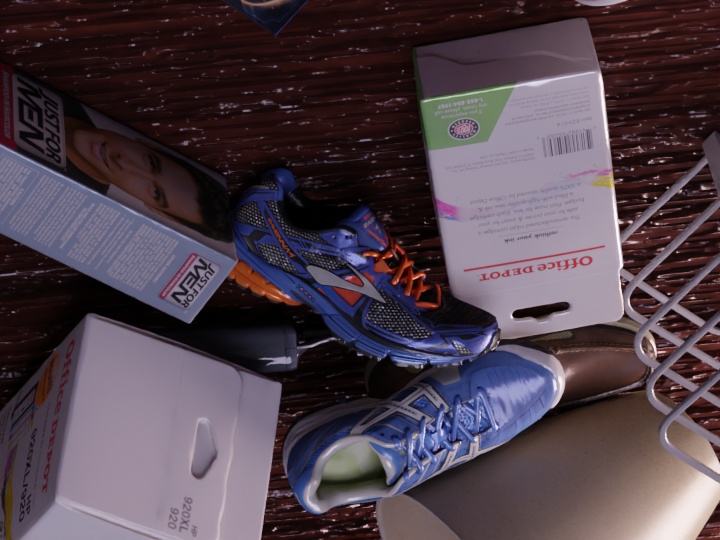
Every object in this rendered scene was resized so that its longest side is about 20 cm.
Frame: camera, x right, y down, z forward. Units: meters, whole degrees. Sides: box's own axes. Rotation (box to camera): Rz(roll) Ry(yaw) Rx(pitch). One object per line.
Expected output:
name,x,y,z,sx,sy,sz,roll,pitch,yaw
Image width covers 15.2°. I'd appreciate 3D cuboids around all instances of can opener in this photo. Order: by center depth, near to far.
can opener,-0.060,0.033,1.804,0.200,0.053,0.067,-4,95,-5

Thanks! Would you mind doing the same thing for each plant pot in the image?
plant pot,0.146,0.175,1.848,0.200,0.187,0.187,-33,129,-19

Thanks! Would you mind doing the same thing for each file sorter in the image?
file sorter,0.256,0.040,1.751,0.139,0.200,0.125,31,119,-27

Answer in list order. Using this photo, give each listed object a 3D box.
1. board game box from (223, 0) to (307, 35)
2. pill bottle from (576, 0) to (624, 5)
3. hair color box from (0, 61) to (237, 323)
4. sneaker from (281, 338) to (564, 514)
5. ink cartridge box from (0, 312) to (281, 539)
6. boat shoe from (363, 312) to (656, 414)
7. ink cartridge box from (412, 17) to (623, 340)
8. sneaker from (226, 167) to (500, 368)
board game box,-0.086,-0.244,1.593,0.200,0.035,0.135,32,116,-27
pill bottle,0.109,-0.257,1.564,0.112,0.112,0.200,-34,123,17
hair color box,-0.178,-0.054,1.681,0.200,0.099,0.061,27,118,-25
sneaker,0.043,0.109,1.766,0.200,0.077,0.076,-25,111,11
ink cartridge box,-0.164,0.150,1.766,0.145,0.147,0.200,21,143,-21
boat shoe,0.106,0.081,1.836,0.202,0.075,0.075,-8,127,-3
ink cartridge box,0.104,-0.055,1.740,0.117,0.067,0.200,-9,126,1
sneaker,0.000,0.000,1.728,0.200,0.075,0.078,25,113,7
